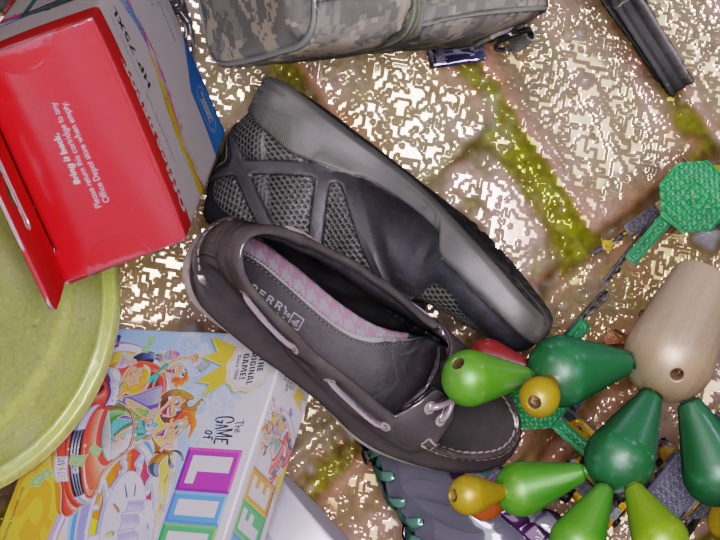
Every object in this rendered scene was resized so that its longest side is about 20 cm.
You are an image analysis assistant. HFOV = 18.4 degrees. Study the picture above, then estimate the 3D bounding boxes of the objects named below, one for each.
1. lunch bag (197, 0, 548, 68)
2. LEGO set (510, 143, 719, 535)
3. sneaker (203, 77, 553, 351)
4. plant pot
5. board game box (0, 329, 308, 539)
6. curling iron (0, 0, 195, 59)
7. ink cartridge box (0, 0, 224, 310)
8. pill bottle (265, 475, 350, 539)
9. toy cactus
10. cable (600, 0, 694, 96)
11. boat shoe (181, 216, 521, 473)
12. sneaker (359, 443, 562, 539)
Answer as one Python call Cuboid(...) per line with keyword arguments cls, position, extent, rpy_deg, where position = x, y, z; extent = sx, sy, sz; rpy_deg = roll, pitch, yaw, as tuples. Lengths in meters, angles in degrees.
Cuboid(cls="lunch bag", position=(0.005, -0.201, 1.121), extent=(0.167, 0.139, 0.201), rpy_deg=(-10, 92, -26))
Cuboid(cls="LEGO set", position=(0.178, 0.040, 1.165), extent=(0.153, 0.116, 0.201), rpy_deg=(34, 103, 16))
Cuboid(cls="sneaker", position=(0.000, 0.000, 1.146), extent=(0.199, 0.076, 0.114), rpy_deg=(36, 96, 12))
Cuboid(cls="plant pot", position=(-0.237, -0.002, 1.057), extent=(0.199, 0.184, 0.201), rpy_deg=(-4, 73, 12))
Cuboid(cls="board game box", position=(-0.112, 0.125, 1.095), extent=(0.134, 0.034, 0.201), rpy_deg=(1, 61, 30))
Cuboid(cls="curling iron", position=(-0.178, -0.154, 1.166), extent=(0.199, 0.026, 0.050), rpy_deg=(21, 97, -4))
Cuboid(cls="ink cartridge box", position=(-0.126, -0.074, 1.070), extent=(0.067, 0.200, 0.117), rpy_deg=(-19, 110, 10))
Cuboid(cls="pill bottle", position=(-0.082, 0.204, 1.136), extent=(0.200, 0.116, 0.116), rpy_deg=(-44, 93, -2))
Cuboid(cls="toy cactus", position=(0.134, 0.075, 1.067), extent=(0.199, 0.102, 0.165), rpy_deg=(29, 69, -2))
Cuboid(cls="cable", position=(0.131, -0.159, 1.115), extent=(0.050, 0.097, 0.200), rpy_deg=(-40, 123, 6))
Cuboid(cls="boat shoe", position=(0.004, 0.040, 1.069), extent=(0.200, 0.057, 0.067), rpy_deg=(33, 71, -19))
Cuboid(cls="sneaker", position=(0.035, 0.121, 1.149), extent=(0.200, 0.074, 0.088), rpy_deg=(44, 84, 8))
